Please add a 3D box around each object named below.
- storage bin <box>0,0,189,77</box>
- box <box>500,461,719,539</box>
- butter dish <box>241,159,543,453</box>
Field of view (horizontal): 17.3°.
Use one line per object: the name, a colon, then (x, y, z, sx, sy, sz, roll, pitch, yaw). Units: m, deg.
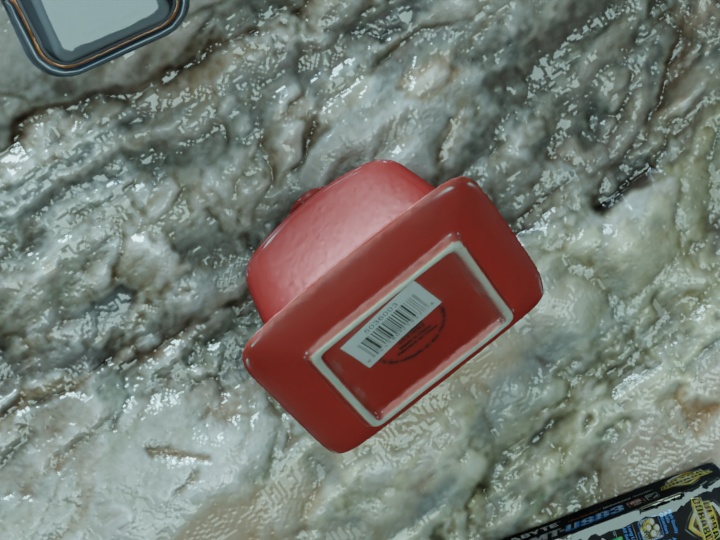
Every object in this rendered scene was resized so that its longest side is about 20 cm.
storage bin: (-0.207, -0.227, 1.583, 0.146, 0.134, 0.200, -24, 102, -3)
box: (0.209, 0.271, 1.776, 0.198, 0.050, 0.200, -21, 102, -4)
butter dish: (0.000, 0.000, 1.657, 0.200, 0.148, 0.199, -38, 147, 1)
